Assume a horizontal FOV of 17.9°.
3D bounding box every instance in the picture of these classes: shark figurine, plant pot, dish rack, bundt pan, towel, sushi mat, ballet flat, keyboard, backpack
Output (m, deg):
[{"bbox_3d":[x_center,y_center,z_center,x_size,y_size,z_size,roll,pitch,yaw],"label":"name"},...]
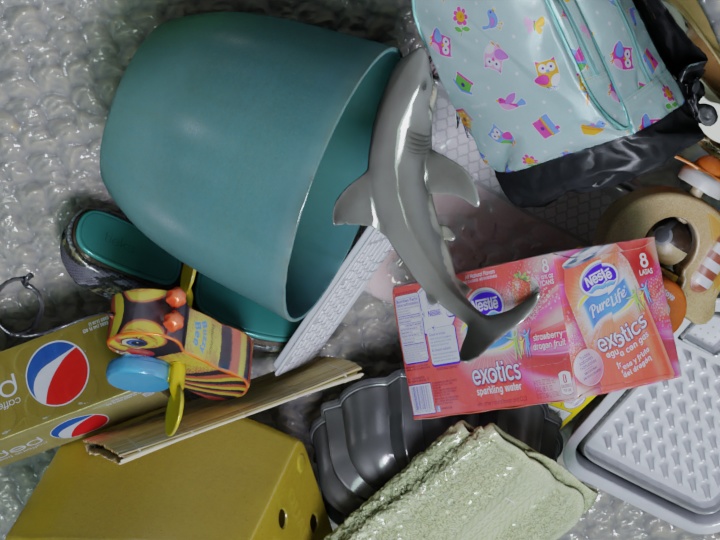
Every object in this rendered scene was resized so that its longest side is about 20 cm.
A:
[{"bbox_3d":[0.029,-0.027,1.551,0.089,0.215,0.128,-12,166,-33],"label":"shark figurine"},{"bbox_3d":[-0.127,0.219,1.741,0.176,0.200,0.200,-2,125,23],"label":"plant pot"},{"bbox_3d":[0.269,0.106,1.786,0.171,0.044,0.200,26,119,-22],"label":"dish rack"},{"bbox_3d":[0.059,0.160,1.767,0.201,0.076,0.202,0,144,0],"label":"bundt pan"},{"bbox_3d":[-0.082,-0.088,1.578,0.161,0.201,0.201,22,123,11],"label":"plant pot"},{"bbox_3d":[0.081,-0.037,1.703,0.200,0.032,0.191,29,119,-17],"label":"towel"},{"bbox_3d":[-0.102,0.102,1.706,0.200,0.096,0.012,-19,99,-19],"label":"sushi mat"},{"bbox_3d":[0.226,-0.148,1.613,0.069,0.063,0.200,-38,116,19],"label":"ballet flat"},{"bbox_3d":[0.000,0.000,1.681,0.011,0.056,0.200,46,119,20],"label":"keyboard"},{"bbox_3d":[-0.136,0.013,1.723,0.200,0.072,0.072,25,120,-15],"label":"ballet flat"},{"bbox_3d":[0.066,0.195,1.703,0.200,0.037,0.148,-40,129,23],"label":"towel"},{"bbox_3d":[0.126,-0.151,1.546,0.167,0.127,0.200,-17,103,36],"label":"backpack"}]

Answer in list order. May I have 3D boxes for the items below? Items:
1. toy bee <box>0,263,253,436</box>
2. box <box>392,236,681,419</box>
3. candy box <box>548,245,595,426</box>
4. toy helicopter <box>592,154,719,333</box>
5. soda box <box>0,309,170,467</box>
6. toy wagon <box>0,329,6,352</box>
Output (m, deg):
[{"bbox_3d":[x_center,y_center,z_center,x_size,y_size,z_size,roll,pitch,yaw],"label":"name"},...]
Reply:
[{"bbox_3d":[-0.140,0.051,1.608,0.109,0.200,0.131,-17,82,45],"label":"toy bee"},{"bbox_3d":[0.119,0.042,1.603,0.094,0.200,0.103,-9,87,-33],"label":"box"},{"bbox_3d":[0.146,0.065,1.740,0.102,0.026,0.200,24,130,-25],"label":"candy box"},{"bbox_3d":[0.259,-0.026,1.641,0.200,0.079,0.133,-2,107,-20],"label":"toy helicopter"},{"bbox_3d":[-0.246,0.096,1.712,0.200,0.068,0.064,-21,161,7],"label":"soda box"},{"bbox_3d":[-0.377,0.052,1.754,0.199,0.040,0.155,-11,122,8],"label":"toy wagon"}]
